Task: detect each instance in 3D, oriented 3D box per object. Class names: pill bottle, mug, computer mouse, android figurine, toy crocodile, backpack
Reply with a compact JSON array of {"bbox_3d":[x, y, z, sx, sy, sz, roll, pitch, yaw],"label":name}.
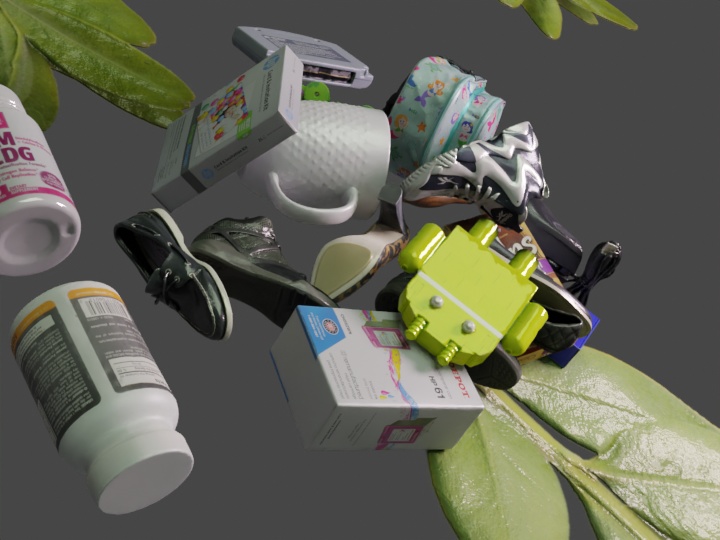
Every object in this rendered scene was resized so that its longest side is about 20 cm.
[{"bbox_3d":[-0.380,-0.101,1.187,0.113,0.114,0.200,-2,47,-38],"label":"pill bottle"},{"bbox_3d":[-0.063,-0.131,1.434,0.175,0.148,0.200,7,43,-16],"label":"mug"},{"bbox_3d":[-0.239,0.116,1.034,0.116,0.117,0.200,-6,51,-41],"label":"pill bottle"},{"bbox_3d":[0.255,-0.037,1.567,0.200,0.139,0.053,43,37,15],"label":"computer mouse"},{"bbox_3d":[0.123,0.027,1.285,0.182,0.041,0.200,40,55,6],"label":"android figurine"},{"bbox_3d":[-0.037,-0.227,1.648,0.199,0.062,0.068,25,-3,-6],"label":"toy crocodile"},{"bbox_3d":[0.104,-0.199,1.536,0.150,0.178,0.200,30,13,15],"label":"backpack"}]

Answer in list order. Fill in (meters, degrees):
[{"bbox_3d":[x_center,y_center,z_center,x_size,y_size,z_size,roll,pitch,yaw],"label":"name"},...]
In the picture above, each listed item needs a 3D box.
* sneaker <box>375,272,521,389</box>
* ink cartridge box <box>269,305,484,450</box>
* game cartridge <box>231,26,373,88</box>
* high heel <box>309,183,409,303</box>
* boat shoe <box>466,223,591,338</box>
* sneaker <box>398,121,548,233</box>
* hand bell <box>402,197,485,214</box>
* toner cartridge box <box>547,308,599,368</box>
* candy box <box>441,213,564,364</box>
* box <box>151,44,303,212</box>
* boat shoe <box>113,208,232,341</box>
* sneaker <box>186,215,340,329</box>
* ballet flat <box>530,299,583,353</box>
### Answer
[{"bbox_3d":[0.125,0.062,1.394,0.199,0.076,0.114,32,41,10],"label":"sneaker"},{"bbox_3d":[0.019,0.121,1.249,0.199,0.085,0.145,6,43,-34],"label":"ink cartridge box"},{"bbox_3d":[-0.092,-0.329,1.714,0.199,0.041,0.133,1,34,-41],"label":"game cartridge"},{"bbox_3d":[0.000,0.000,1.417,0.071,0.143,0.200,30,68,18],"label":"high heel"},{"bbox_3d":[0.211,0.009,1.398,0.200,0.073,0.063,34,49,0],"label":"boat shoe"},{"bbox_3d":[0.156,-0.098,1.434,0.199,0.079,0.130,-23,88,-23],"label":"sneaker"},{"bbox_3d":[0.153,-0.108,1.643,0.199,0.104,0.104,0,45,-19],"label":"hand bell"},{"bbox_3d":[0.226,0.039,1.537,0.200,0.043,0.095,39,36,9],"label":"toner cartridge box"},{"bbox_3d":[0.193,0.020,1.464,0.116,0.057,0.200,-17,64,-24],"label":"candy box"},{"bbox_3d":[-0.161,-0.174,1.371,0.041,0.200,0.156,47,27,-32],"label":"box"},{"bbox_3d":[-0.210,0.006,1.222,0.066,0.075,0.200,-8,51,-40],"label":"boat shoe"},{"bbox_3d":[-0.100,-0.001,1.311,0.199,0.076,0.114,26,42,0],"label":"sneaker"},{"bbox_3d":[0.178,0.029,1.353,0.200,0.057,0.067,32,30,-6],"label":"ballet flat"}]
